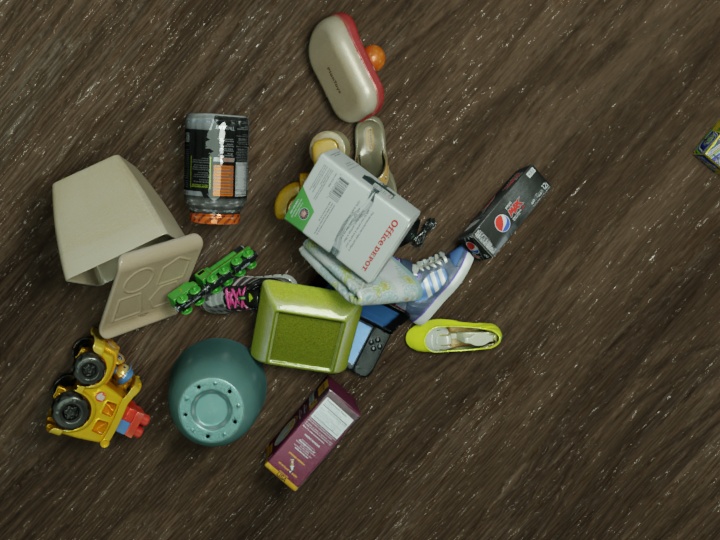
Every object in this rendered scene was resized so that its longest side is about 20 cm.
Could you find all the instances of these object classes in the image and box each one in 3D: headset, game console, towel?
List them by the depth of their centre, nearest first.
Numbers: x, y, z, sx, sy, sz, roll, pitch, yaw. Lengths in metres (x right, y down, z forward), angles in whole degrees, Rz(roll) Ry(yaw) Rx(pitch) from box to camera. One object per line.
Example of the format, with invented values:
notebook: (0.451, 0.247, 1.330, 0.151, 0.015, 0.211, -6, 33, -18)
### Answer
towel: (0.000, 0.000, 1.651, 0.169, 0.200, 0.049, -6, 127, -42)
headset: (0.074, -0.105, 1.684, 0.094, 0.123, 0.200, -49, 137, 1)
game console: (-0.029, 0.108, 1.725, 0.198, 0.119, 0.174, 27, 95, -7)

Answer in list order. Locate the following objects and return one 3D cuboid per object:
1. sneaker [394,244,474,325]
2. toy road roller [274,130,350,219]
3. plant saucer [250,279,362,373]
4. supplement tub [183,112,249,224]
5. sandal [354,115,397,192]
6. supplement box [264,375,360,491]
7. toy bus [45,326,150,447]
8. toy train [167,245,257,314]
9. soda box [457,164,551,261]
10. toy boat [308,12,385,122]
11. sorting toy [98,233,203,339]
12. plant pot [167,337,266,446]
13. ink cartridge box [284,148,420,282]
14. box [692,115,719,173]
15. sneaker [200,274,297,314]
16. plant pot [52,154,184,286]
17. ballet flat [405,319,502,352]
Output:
sneaker: (0.118, -0.004, 1.739, 0.146, 0.081, 0.201, 36, 99, -13)
toy road roller: (-0.092, -0.163, 1.682, 0.143, 0.123, 0.204, -2, 99, 7)
plant saucer: (-0.106, 0.123, 1.690, 0.196, 0.048, 0.202, 9, 127, -7)
supplement tub: (-0.272, -0.192, 1.659, 0.120, 0.123, 0.204, 3, 98, -5)
sandal: (0.027, -0.200, 1.715, 0.079, 0.054, 0.203, -9, 105, -3)
supplement box: (-0.097, 0.323, 1.755, 0.085, 0.110, 0.201, 40, 93, -9)
toy bus: (-0.491, 0.239, 1.709, 0.190, 0.136, 0.202, 26, 93, -21)
toy train: (-0.283, 0.014, 1.691, 0.199, 0.056, 0.042, -38, 136, -27)
soda box: (0.281, -0.112, 1.714, 0.063, 0.071, 0.200, 45, 72, -9)
toy boat: (-0.007, -0.391, 1.666, 0.130, 0.130, 0.202, -31, 98, -33)
sorting toy: (-0.393, 0.025, 1.634, 0.036, 0.184, 0.202, 44, 131, 23)
plant pot: (-0.283, 0.248, 1.704, 0.197, 0.161, 0.204, -1, 99, -4)
ink cartridge box: (-0.013, -0.098, 1.567, 0.199, 0.083, 0.147, 38, 113, 6)
box: (0.761, -0.295, 1.759, 0.070, 0.064, 0.201, 36, 93, -9)
sneaker: (-0.220, 0.048, 1.716, 0.196, 0.087, 0.075, -6, 99, -4)
plant pot: (-0.461, -0.097, 1.632, 0.198, 0.200, 0.179, -25, 86, -1)
ballet flat: (0.191, 0.135, 1.773, 0.196, 0.067, 0.068, -1, 99, -4)
